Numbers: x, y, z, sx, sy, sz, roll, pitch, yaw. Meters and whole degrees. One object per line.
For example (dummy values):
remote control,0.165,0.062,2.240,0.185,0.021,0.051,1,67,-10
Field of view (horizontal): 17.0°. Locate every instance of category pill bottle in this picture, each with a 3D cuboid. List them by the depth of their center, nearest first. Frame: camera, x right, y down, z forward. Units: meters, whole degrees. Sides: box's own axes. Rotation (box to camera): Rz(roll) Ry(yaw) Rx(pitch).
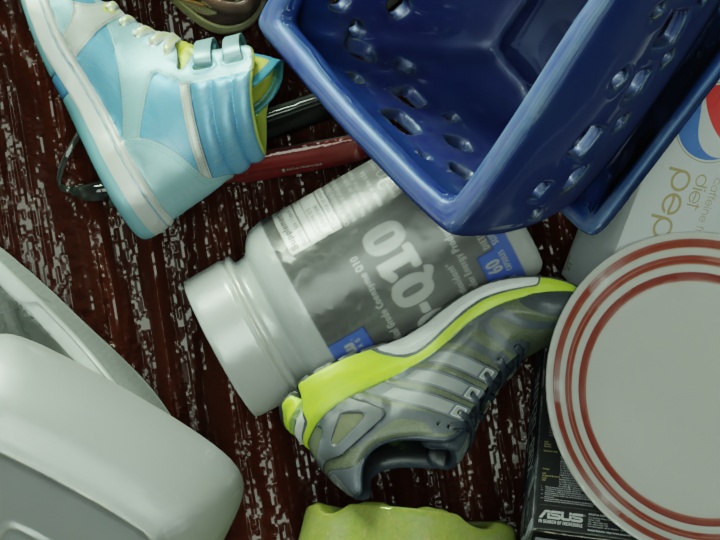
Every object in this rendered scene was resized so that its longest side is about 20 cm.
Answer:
pill bottle,0.000,0.000,1.475,0.200,0.114,0.114,-30,90,1

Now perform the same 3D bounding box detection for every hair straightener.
hair straightener,-0.097,-0.087,1.520,0.199,0.041,0.077,-13,71,6

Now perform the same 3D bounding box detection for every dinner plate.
dinner plate,0.204,0.075,1.427,0.199,0.024,0.201,4,73,-12

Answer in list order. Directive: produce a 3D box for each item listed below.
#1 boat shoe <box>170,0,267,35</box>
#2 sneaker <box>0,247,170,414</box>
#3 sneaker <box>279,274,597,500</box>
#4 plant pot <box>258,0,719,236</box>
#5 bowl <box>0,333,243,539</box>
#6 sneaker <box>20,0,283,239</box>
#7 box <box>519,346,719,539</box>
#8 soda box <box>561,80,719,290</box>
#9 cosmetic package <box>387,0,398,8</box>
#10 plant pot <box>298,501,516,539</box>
boat shoe,-0.144,-0.219,1.494,0.200,0.072,0.072,38,91,0
sneaker,-0.197,0.083,1.503,0.200,0.071,0.099,44,95,3
sneaker,0.056,0.073,1.438,0.200,0.074,0.081,-28,63,-3
plant pot,0.096,-0.145,1.363,0.200,0.180,0.200,48,113,33
bowl,-0.194,0.162,1.460,0.199,0.075,0.200,31,116,-4
sneaker,-0.122,-0.132,1.477,0.130,0.080,0.201,-27,80,3
box,0.202,0.111,1.469,0.199,0.050,0.158,7,57,-1
soda box,0.192,-0.069,1.463,0.068,0.064,0.201,12,108,-20
cosmetic package,-0.033,-0.251,1.479,0.073,0.104,0.200,-40,89,1
plant pot,0.021,0.238,1.452,0.200,0.200,0.185,6,80,0
